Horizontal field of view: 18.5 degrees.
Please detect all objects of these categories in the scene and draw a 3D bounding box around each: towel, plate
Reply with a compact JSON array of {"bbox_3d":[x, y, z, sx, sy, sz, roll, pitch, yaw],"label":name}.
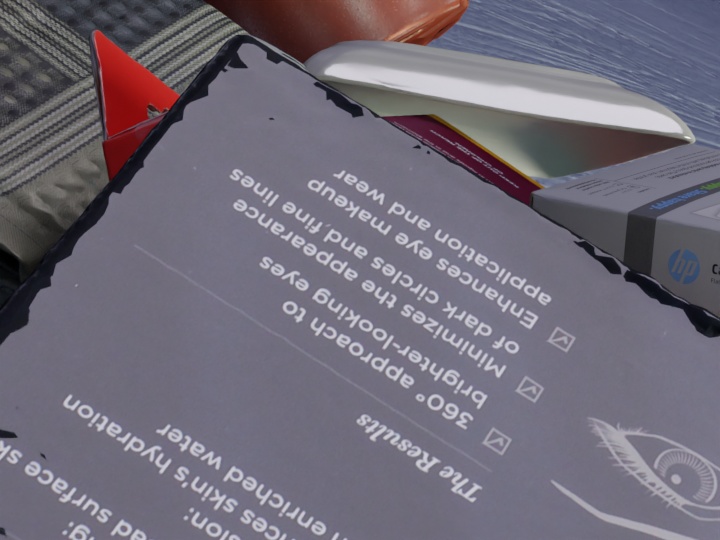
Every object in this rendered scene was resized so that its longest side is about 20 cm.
[{"bbox_3d":[-0.144,-0.083,0.827,0.192,0.035,0.200,37,38,11],"label":"towel"},{"bbox_3d":[0.043,-0.082,1.118,0.198,0.033,0.200,7,-6,-15],"label":"plate"}]

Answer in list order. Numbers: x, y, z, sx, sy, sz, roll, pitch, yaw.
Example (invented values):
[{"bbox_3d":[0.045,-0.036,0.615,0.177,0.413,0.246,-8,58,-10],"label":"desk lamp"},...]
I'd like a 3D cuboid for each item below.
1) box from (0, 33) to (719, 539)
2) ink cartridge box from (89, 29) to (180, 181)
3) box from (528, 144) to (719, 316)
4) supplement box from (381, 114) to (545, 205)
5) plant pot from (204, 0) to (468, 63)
[{"bbox_3d":[-0.008,0.081,0.547,0.196,0.118,0.200,31,52,8],"label":"box"},{"bbox_3d":[-0.022,0.016,0.729,0.116,0.067,0.201,37,36,-64],"label":"ink cartridge box"},{"bbox_3d":[0.194,-0.011,0.943,0.199,0.042,0.156,14,18,33],"label":"box"},{"bbox_3d":[0.000,0.000,0.956,0.085,0.111,0.200,34,17,19],"label":"supplement box"},{"bbox_3d":[-0.049,-0.191,1.249,0.196,0.200,0.201,58,19,1],"label":"plant pot"}]
